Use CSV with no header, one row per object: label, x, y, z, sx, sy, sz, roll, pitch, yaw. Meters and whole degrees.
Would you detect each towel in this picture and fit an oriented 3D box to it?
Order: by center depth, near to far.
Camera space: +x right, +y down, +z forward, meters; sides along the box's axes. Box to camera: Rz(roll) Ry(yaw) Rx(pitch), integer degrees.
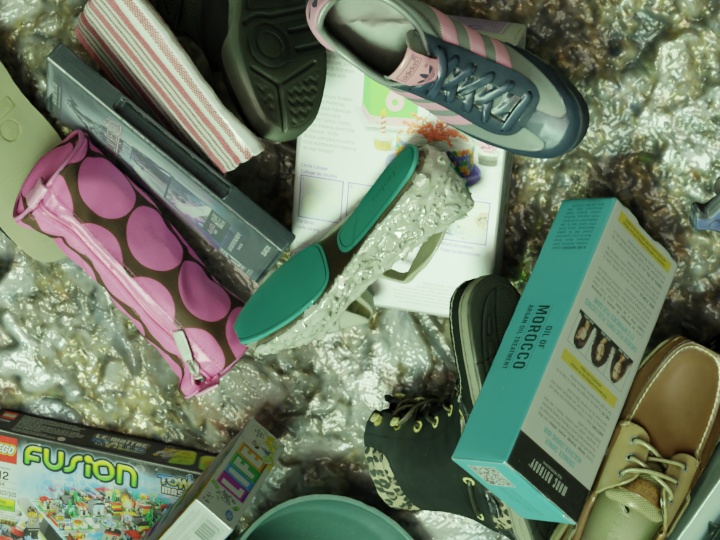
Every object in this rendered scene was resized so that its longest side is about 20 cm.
towel,-0.127,-0.126,1.225,0.030,0.200,0.146,-41,97,-12

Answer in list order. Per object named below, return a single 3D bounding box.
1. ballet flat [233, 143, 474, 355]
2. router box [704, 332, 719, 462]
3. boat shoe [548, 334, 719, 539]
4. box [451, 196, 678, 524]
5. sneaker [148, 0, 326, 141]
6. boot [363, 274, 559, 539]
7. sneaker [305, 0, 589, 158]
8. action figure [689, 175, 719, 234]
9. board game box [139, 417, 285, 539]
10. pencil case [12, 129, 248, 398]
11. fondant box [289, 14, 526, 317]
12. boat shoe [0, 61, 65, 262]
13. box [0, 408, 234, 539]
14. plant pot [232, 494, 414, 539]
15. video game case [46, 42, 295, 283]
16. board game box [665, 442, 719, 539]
ballet flat,0.000,0.000,1.236,0.072,0.072,0.200,45,115,-5
router box,0.260,0.134,1.280,0.200,0.062,0.150,-41,97,24
boat shoe,0.185,0.141,1.209,0.075,0.074,0.201,24,97,-1
box,0.136,0.057,1.207,0.049,0.200,0.082,0,146,47
sneaker,-0.090,-0.163,1.227,0.114,0.076,0.200,-40,68,50
boot,0.059,0.095,1.279,0.153,0.073,0.204,6,121,44
sneaker,0.051,-0.122,1.165,0.200,0.082,0.070,28,113,-1
action figure,0.307,-0.079,1.190,0.199,0.105,0.194,8,122,-15
board game box,-0.143,0.208,1.335,0.034,0.134,0.200,41,113,-3
pencil case,-0.159,-0.002,1.308,0.091,0.094,0.200,-36,105,30
fondant box,0.031,-0.075,1.265,0.144,0.058,0.201,9,113,11
boat shoe,-0.269,-0.096,1.335,0.063,0.074,0.202,5,131,54
box,-0.195,0.180,1.431,0.199,0.035,0.110,10,112,11
plant pot,-0.049,0.280,1.360,0.200,0.200,0.134,49,140,-6
video game case,-0.134,-0.070,1.274,0.200,0.143,0.019,39,77,-2
board game box,0.312,0.189,1.220,0.200,0.064,0.148,30,115,0
